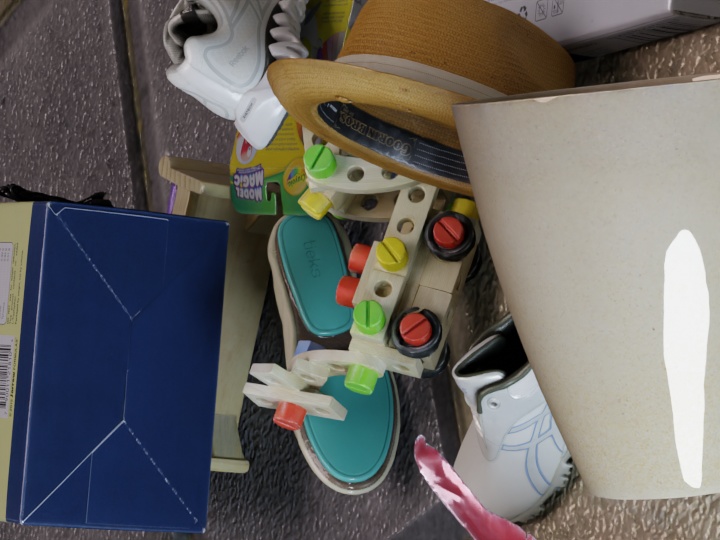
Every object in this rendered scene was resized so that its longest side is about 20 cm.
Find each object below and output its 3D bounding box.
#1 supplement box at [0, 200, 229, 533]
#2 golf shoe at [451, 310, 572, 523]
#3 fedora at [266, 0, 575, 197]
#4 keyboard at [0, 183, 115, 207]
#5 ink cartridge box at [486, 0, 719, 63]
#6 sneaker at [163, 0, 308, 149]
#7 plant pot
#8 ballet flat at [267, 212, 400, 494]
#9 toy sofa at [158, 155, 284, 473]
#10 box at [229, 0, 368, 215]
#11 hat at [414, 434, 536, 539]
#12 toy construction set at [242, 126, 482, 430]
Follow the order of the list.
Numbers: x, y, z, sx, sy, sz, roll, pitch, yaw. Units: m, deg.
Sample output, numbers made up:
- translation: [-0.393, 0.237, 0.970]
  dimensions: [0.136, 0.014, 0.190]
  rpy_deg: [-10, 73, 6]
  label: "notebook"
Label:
- translation: [-0.198, 0.060, 1.901]
  dimensions: [0.200, 0.134, 0.200]
  rpy_deg: [1, 85, 55]
  label: "supplement box"
- translation: [0.081, 0.065, 1.627]
  dimensions: [0.200, 0.097, 0.078]
  rpy_deg: [-60, 39, 36]
  label: "golf shoe"
- translation: [0.051, -0.100, 1.630]
  dimensions: [0.201, 0.200, 0.082]
  rpy_deg: [-1, 68, 59]
  label: "fedora"
- translation: [-0.214, 0.000, 2.045]
  dimensions: [0.021, 0.200, 0.127]
  rpy_deg: [-6, 78, 42]
  label: "keyboard"
- translation: [0.132, -0.219, 1.654]
  dimensions: [0.196, 0.043, 0.200]
  rpy_deg: [-10, 75, 60]
  label: "ink cartridge box"
- translation: [-0.078, -0.152, 1.829]
  dimensions: [0.075, 0.081, 0.200]
  rpy_deg: [-61, 15, 25]
  label: "sneaker"
- translation: [0.147, 0.007, 1.472]
  dimensions: [0.187, 0.187, 0.200]
  rpy_deg: [2, 99, 60]
  label: "plant pot"
- translation: [-0.018, 0.057, 1.841]
  dimensions: [0.069, 0.069, 0.200]
  rpy_deg: [-44, 45, 47]
  label: "ballet flat"
- translation: [-0.111, 0.028, 1.974]
  dimensions: [0.098, 0.083, 0.200]
  rpy_deg: [27, 107, 57]
  label: "toy sofa"
- translation: [-0.023, -0.129, 1.875]
  dimensions: [0.117, 0.048, 0.200]
  rpy_deg: [5, 79, 60]
  label: "box"
- translation: [0.093, 0.217, 1.490]
  dimensions: [0.166, 0.176, 0.200]
  rpy_deg: [-55, 40, 39]
  label: "hat"
- translation: [0.000, 0.000, 1.748]
  dimensions: [0.131, 0.092, 0.200]
  rpy_deg: [14, 85, 16]
  label: "toy construction set"
